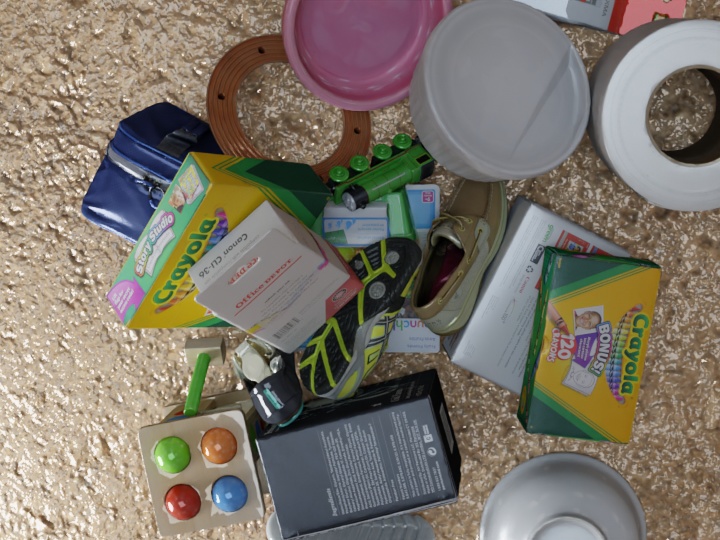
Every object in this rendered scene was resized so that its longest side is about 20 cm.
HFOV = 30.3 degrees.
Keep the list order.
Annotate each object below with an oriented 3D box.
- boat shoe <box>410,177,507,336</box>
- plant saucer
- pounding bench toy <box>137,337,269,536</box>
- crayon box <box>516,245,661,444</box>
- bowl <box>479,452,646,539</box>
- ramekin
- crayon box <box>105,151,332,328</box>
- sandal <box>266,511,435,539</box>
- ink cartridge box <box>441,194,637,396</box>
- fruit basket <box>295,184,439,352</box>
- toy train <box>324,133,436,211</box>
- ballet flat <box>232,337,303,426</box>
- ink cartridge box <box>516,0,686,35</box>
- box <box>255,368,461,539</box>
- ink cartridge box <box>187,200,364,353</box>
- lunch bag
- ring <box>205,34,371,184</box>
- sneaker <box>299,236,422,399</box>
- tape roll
[{"bbox_3d":[0.109,-0.030,1.485,0.074,0.066,0.201,2,68,40],"label":"boat shoe"},{"bbox_3d":[0.005,-0.282,1.489,0.199,0.051,0.202,-8,118,-16],"label":"plant saucer"},{"bbox_3d":[-0.180,0.183,1.529,0.123,0.156,0.201,-12,94,6],"label":"pounding bench toy"},{"bbox_3d":[0.248,0.081,1.450,0.118,0.058,0.201,7,100,-6],"label":"crayon box"},{"bbox_3d":[0.236,0.319,1.539,0.200,0.090,0.202,0,95,6],"label":"bowl"},{"bbox_3d":[0.146,-0.189,1.466,0.201,0.094,0.204,4,77,-19],"label":"ramekin"},{"bbox_3d":[-0.149,-0.027,1.408,0.058,0.172,0.200,51,121,29],"label":"crayon box"},{"bbox_3d":[-0.013,0.327,1.579,0.201,0.083,0.050,5,139,3],"label":"sandal"},{"bbox_3d":[0.216,0.044,1.513,0.175,0.084,0.201,26,97,-8],"label":"ink cartridge box"},{"bbox_3d":[0.000,0.000,1.530,0.184,0.094,0.201,1,98,5],"label":"fruit basket"},{"bbox_3d":[0.048,-0.121,1.492,0.199,0.042,0.056,-30,63,-25],"label":"toy train"},{"bbox_3d":[-0.108,0.110,1.492,0.073,0.200,0.074,-3,105,-11],"label":"ballet flat"},{"bbox_3d":[0.279,-0.351,1.494,0.199,0.050,0.163,15,97,7],"label":"ink cartridge box"},{"bbox_3d":[0.004,0.203,1.493,0.195,0.200,0.125,-16,92,6],"label":"box"},{"bbox_3d":[-0.095,0.003,1.381,0.116,0.200,0.068,-41,60,8],"label":"ink cartridge box"},{"bbox_3d":[-0.214,-0.109,1.478,0.135,0.200,0.133,27,108,-1],"label":"lunch bag"},{"bbox_3d":[-0.081,-0.175,1.505,0.199,0.019,0.202,8,68,-21],"label":"ring"},{"bbox_3d":[0.006,0.052,1.475,0.075,0.076,0.201,34,91,34],"label":"sneaker"},{"bbox_3d":[0.353,-0.173,1.448,0.201,0.139,0.204,0,101,1],"label":"tape roll"}]
